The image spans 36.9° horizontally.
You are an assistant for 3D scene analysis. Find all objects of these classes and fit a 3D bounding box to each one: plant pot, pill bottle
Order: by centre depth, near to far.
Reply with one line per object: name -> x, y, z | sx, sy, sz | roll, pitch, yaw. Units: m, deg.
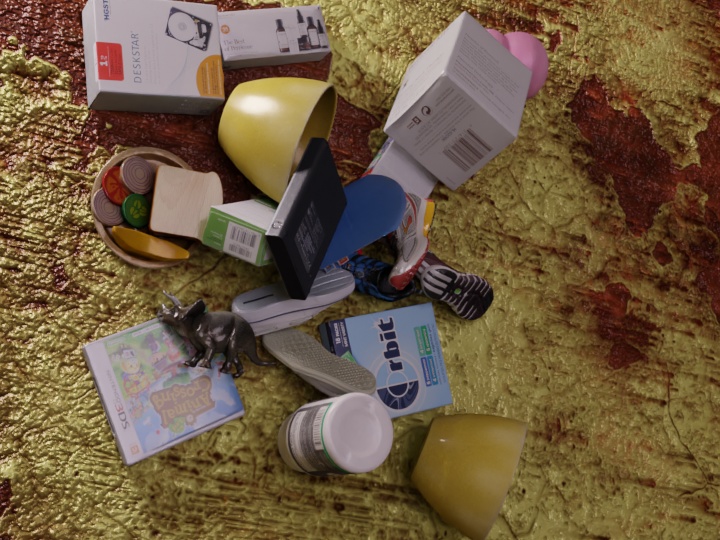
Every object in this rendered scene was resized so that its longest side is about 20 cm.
pill bottle -> -0.043, 0.247, 1.602 | 0.111, 0.199, 0.115 | 6, 76, -26
plant pot -> -0.138, -0.216, 1.675 | 0.140, 0.201, 0.202 | 21, 67, 7
plant pot -> 0.161, 0.309, 1.715 | 0.140, 0.201, 0.202 | 22, 67, 5

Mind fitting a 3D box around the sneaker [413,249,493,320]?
sneaker -> 0.143, 0.009, 1.830 | 0.076, 0.116, 0.199 | -51, 141, 7

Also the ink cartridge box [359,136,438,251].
ink cartridge box -> 0.054, -0.136, 1.823 | 0.109, 0.050, 0.201 | 41, 65, -15

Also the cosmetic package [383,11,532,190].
cosmetic package -> 0.166, -0.284, 1.813 | 0.166, 0.167, 0.201 | 37, 41, -15

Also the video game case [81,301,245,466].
video game case -> -0.287, 0.163, 1.592 | 0.198, 0.022, 0.185 | -21, 90, -30

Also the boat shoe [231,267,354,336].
boat shoe -> -0.104, 0.050, 1.678 | 0.196, 0.068, 0.074 | -12, 42, -11

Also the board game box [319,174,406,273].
board game box -> -0.013, -0.068, 1.706 | 0.198, 0.159, 0.039 | -28, 130, 4

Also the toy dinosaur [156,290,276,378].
toy dinosaur -> -0.203, 0.099, 1.595 | 0.197, 0.077, 0.104 | 15, 79, -22

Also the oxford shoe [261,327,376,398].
oxford shoe -> -0.069, 0.152, 1.668 | 0.198, 0.058, 0.075 | 28, 43, 9

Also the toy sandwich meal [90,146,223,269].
toy sandwich meal -> -0.300, -0.096, 1.612 | 0.202, 0.070, 0.209 | 6, 76, -27

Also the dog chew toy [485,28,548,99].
dog chew toy -> 0.235, -0.375, 1.934 | 0.197, 0.124, 0.127 | 10, 74, -18

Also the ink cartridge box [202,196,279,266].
ink cartridge box -> -0.143, -0.062, 1.644 | 0.199, 0.102, 0.060 | -20, 130, -66

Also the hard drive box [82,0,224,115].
hard drive box -> -0.316, -0.327, 1.650 | 0.197, 0.077, 0.159 | -2, 80, -28

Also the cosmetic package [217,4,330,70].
cosmetic package -> -0.150, -0.382, 1.765 | 0.197, 0.050, 0.084 | -13, 84, -30

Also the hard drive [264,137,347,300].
hard drive -> -0.077, -0.078, 1.613 | 0.141, 0.032, 0.202 | 71, 33, -46

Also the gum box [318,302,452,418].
gum box -> 0.043, 0.153, 1.757 | 0.197, 0.044, 0.173 | -9, 84, -30

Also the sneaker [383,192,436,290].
sneaker -> 0.064, -0.049, 1.724 | 0.081, 0.078, 0.202 | 23, 41, -9

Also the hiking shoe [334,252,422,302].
hiking shoe -> 0.000, 0.000, 1.738 | 0.197, 0.086, 0.076 | 13, 83, -24
